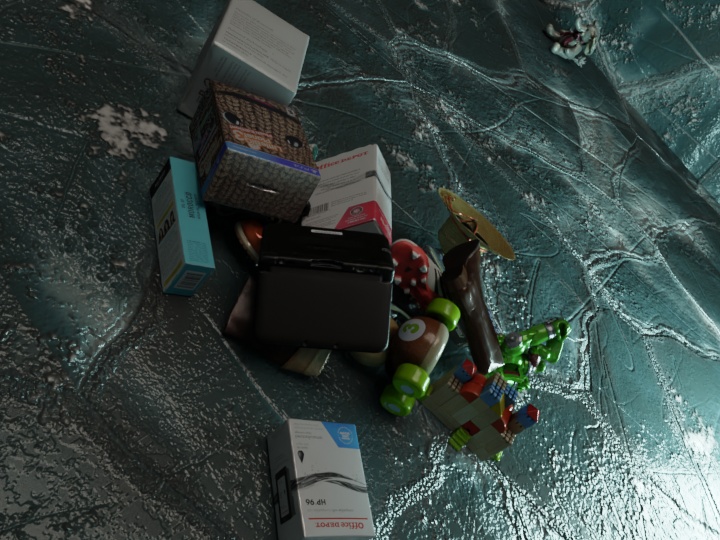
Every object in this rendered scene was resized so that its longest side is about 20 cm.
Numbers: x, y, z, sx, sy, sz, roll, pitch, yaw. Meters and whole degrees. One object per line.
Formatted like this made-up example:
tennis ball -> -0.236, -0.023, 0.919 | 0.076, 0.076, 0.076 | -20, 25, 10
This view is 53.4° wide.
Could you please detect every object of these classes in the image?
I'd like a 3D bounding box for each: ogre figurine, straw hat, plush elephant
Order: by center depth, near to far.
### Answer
ogre figurine -> 0.293, 0.159, 1.310 | 0.119, 0.200, 0.099 | 0, 68, -24
straw hat -> 0.200, -0.064, 1.402 | 0.201, 0.085, 0.201 | 37, 21, -16
plush elephant -> 0.812, -0.869, 2.673 | 0.199, 0.155, 0.165 | 28, 42, -19

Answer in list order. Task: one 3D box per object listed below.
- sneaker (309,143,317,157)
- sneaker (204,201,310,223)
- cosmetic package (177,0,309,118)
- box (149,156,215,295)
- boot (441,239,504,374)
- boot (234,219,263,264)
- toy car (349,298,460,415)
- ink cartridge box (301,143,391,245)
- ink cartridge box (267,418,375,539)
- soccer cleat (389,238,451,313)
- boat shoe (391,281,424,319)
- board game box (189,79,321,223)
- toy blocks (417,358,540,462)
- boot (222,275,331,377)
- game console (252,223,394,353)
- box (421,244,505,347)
sneaker -> -0.164, -0.191, 1.311 | 0.091, 0.078, 0.200 | 30, 38, 14
sneaker -> -0.167, -0.117, 1.195 | 0.199, 0.071, 0.083 | -3, 28, -41
cosmetic package -> -0.214, -0.368, 1.329 | 0.166, 0.167, 0.201 | 27, 42, -21
box -> -0.272, -0.068, 1.086 | 0.049, 0.082, 0.201 | 10, 51, -37
boot -> 0.207, 0.064, 1.263 | 0.201, 0.064, 0.187 | 63, 31, -18
boot -> -0.109, -0.032, 1.169 | 0.200, 0.107, 0.075 | 40, 15, -8
toy car -> 0.033, 0.107, 1.167 | 0.199, 0.158, 0.165 | 28, 57, 4
ink cartridge box -> -0.023, -0.117, 1.285 | 0.084, 0.144, 0.201 | 57, 25, -43
ink cartridge box -> -0.052, 0.309, 0.966 | 0.116, 0.068, 0.201 | 12, 50, -33
soccer cleat -> 0.100, 0.007, 1.208 | 0.200, 0.068, 0.085 | 51, 24, -38
boat shoe -> 0.086, 0.044, 1.283 | 0.201, 0.063, 0.074 | 33, 19, -48
board game box -> -0.172, -0.190, 1.141 | 0.159, 0.097, 0.201 | 13, 37, -32
toy blocks -> 0.204, 0.228, 1.207 | 0.200, 0.137, 0.100 | 44, 39, -2
boot -> -0.097, 0.047, 1.099 | 0.166, 0.072, 0.201 | 31, 74, -12
game console -> -0.056, 0.022, 1.083 | 0.199, 0.117, 0.176 | 5, 29, -8
box -> 0.191, 0.052, 1.386 | 0.161, 0.049, 0.201 | 11, 49, -59
